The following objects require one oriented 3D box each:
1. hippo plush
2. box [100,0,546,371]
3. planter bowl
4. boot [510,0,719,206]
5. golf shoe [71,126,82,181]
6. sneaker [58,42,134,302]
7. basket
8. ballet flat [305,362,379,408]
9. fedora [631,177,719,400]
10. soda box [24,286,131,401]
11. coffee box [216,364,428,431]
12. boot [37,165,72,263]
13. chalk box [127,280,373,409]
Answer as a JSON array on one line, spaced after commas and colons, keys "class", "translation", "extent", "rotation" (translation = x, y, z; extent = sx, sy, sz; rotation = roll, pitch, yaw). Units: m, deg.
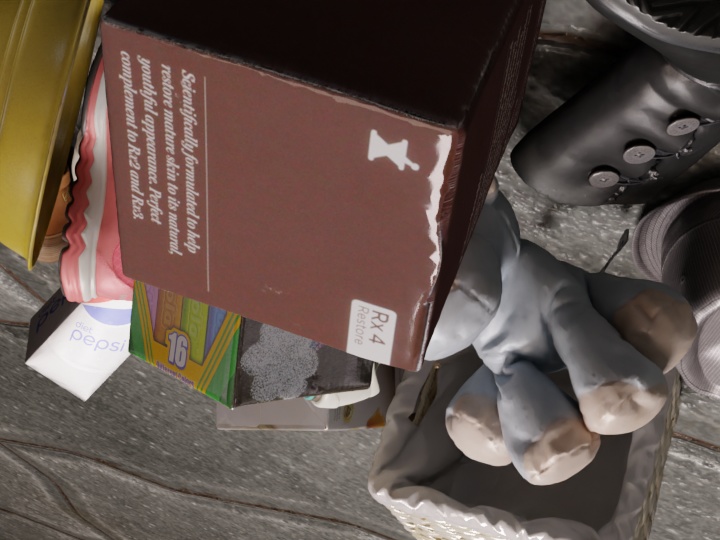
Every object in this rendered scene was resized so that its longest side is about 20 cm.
[{"class": "hippo plush", "translation": [0.097, 0.008, 0.744], "extent": [0.158, 0.201, 0.161], "rotation": [-13, 133, 44]}, {"class": "box", "translation": [-0.008, -0.094, 0.620], "extent": [0.163, 0.201, 0.167], "rotation": [18, 139, 9]}, {"class": "planter bowl", "translation": [-0.210, -0.108, 0.738], "extent": [0.083, 0.202, 0.200], "rotation": [14, 156, -12]}, {"class": "boot", "translation": [0.135, -0.102, 0.657], "extent": [0.163, 0.066, 0.200], "rotation": [17, 159, -17]}, {"class": "golf shoe", "translation": [-0.183, -0.076, 0.955], "extent": [0.075, 0.092, 0.199], "rotation": [32, 154, -22]}, {"class": "sneaker", "translation": [-0.149, -0.075, 0.845], "extent": [0.086, 0.203, 0.074], "rotation": [9, -177, -10]}, {"class": "basket", "translation": [0.135, 0.130, 0.963], "extent": [0.198, 0.200, 0.161], "rotation": [12, 154, 20]}, {"class": "ballet flat", "translation": [0.000, 0.000, 0.881], "extent": [0.069, 0.202, 0.069], "rotation": [7, -168, -2]}, {"class": "fedora", "translation": [0.252, 0.027, 0.793], "extent": [0.175, 0.091, 0.200], "rotation": [24, 154, -1]}, {"class": "soda box", "translation": [-0.185, 0.009, 1.007], "extent": [0.063, 0.068, 0.200], "rotation": [38, 107, -27]}, {"class": "coffee box", "translation": [-0.013, 0.089, 1.026], "extent": [0.113, 0.081, 0.199], "rotation": [-3, 175, 35]}, {"class": "boot", "translation": [-0.328, -0.098, 1.054], "extent": [0.199, 0.077, 0.156], "rotation": [33, 147, 10]}, {"class": "chalk box", "translation": [-0.061, -0.031, 0.799], "extent": [0.124, 0.202, 0.123], "rotation": [-3, -164, -43]}]
